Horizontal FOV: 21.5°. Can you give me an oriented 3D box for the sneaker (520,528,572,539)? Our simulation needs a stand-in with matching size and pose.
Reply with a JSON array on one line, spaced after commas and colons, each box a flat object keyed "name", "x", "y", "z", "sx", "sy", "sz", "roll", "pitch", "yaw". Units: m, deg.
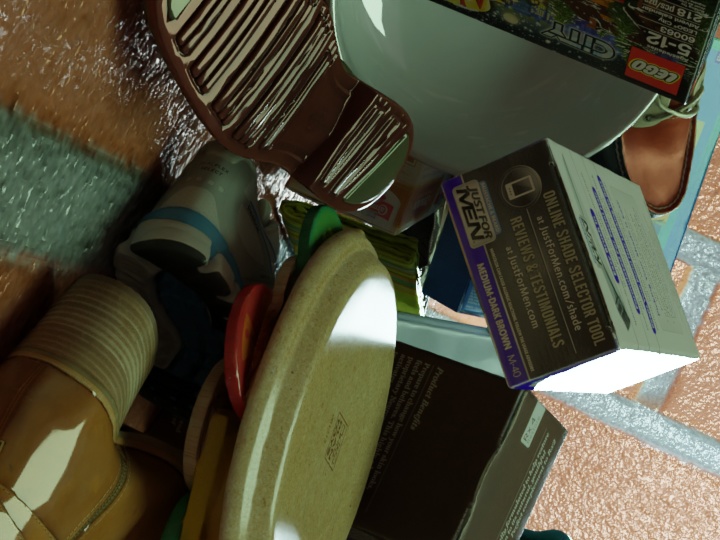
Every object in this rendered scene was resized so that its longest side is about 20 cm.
[{"name": "sneaker", "x": 0.039, "y": 0.158, "z": 1.152, "sx": 0.078, "sy": 0.199, "sz": 0.080, "roll": -63, "pitch": 166, "yaw": -50}]

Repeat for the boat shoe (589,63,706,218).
[{"name": "boat shoe", "x": 0.164, "y": -0.119, "z": 1.069, "sx": 0.071, "sy": 0.063, "sz": 0.201, "roll": -19, "pitch": 115, "yaw": -26}]

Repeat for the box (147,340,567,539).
[{"name": "box", "x": -0.003, "y": 0.086, "z": 1.006, "sx": 0.100, "sy": 0.199, "sz": 0.075, "roll": -63, "pitch": 145, "yaw": -12}]

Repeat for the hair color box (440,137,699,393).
[{"name": "hair color box", "x": 0.114, "y": 0.004, "z": 0.993, "sx": 0.200, "sy": 0.065, "sz": 0.110, "roll": 15, "pitch": 56, "yaw": -70}]

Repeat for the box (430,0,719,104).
[{"name": "box", "x": 0.068, "y": -0.158, "z": 0.828, "sx": 0.137, "sy": 0.199, "sz": 0.038, "roll": 92, "pitch": 23, "yaw": -64}]

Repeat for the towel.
[{"name": "towel", "x": 0.000, "y": 0.000, "z": 1.172, "sx": 0.200, "sy": 0.086, "sz": 0.018, "roll": 75, "pitch": 38, "yaw": -75}]

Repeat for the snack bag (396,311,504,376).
[{"name": "snack bag", "x": -0.001, "y": 0.105, "z": 1.203, "sx": 0.021, "sy": 0.188, "sz": 0.201, "roll": -121, "pitch": -133, "yaw": -56}]

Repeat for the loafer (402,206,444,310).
[{"name": "loafer", "x": 0.013, "y": 0.013, "z": 1.351, "sx": 0.071, "sy": 0.073, "sz": 0.201, "roll": 45, "pitch": 64, "yaw": -69}]

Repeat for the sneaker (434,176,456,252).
[{"name": "sneaker", "x": 0.096, "y": -0.075, "z": 1.190, "sx": 0.201, "sy": 0.076, "sz": 0.080, "roll": -65, "pitch": -163, "yaw": 5}]

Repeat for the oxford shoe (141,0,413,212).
[{"name": "oxford shoe", "x": -0.048, "y": -0.087, "z": 0.798, "sx": 0.071, "sy": 0.075, "sz": 0.200, "roll": -49, "pitch": 149, "yaw": -4}]

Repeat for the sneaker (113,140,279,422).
[{"name": "sneaker", "x": -0.065, "y": 0.011, "z": 0.912, "sx": 0.200, "sy": 0.075, "sz": 0.087, "roll": 97, "pitch": 14, "yaw": -60}]

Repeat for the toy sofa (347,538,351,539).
[{"name": "toy sofa", "x": -0.034, "y": 0.146, "z": 1.088, "sx": 0.200, "sy": 0.097, "sz": 0.083, "roll": -55, "pitch": 147, "yaw": -16}]

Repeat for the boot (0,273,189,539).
[{"name": "boot", "x": -0.135, "y": 0.115, "z": 0.787, "sx": 0.201, "sy": 0.073, "sz": 0.155, "roll": 84, "pitch": 28, "yaw": -47}]

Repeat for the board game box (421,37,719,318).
[{"name": "board game box", "x": 0.136, "y": -0.060, "z": 1.136, "sx": 0.152, "sy": 0.045, "sz": 0.201, "roll": 14, "pitch": 99, "yaw": -34}]

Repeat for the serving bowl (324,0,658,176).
[{"name": "serving bowl", "x": 0.071, "y": -0.151, "z": 0.985, "sx": 0.201, "sy": 0.199, "sz": 0.066, "roll": -68, "pitch": -157, "yaw": 12}]

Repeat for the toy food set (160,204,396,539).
[{"name": "toy food set", "x": -0.032, "y": 0.071, "z": 0.867, "sx": 0.198, "sy": 0.048, "sz": 0.201, "roll": 20, "pitch": 85, "yaw": -76}]

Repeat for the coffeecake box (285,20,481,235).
[{"name": "coffeecake box", "x": 0.041, "y": -0.132, "z": 1.109, "sx": 0.153, "sy": 0.073, "sz": 0.201, "roll": -32, "pitch": 145, "yaw": -76}]
